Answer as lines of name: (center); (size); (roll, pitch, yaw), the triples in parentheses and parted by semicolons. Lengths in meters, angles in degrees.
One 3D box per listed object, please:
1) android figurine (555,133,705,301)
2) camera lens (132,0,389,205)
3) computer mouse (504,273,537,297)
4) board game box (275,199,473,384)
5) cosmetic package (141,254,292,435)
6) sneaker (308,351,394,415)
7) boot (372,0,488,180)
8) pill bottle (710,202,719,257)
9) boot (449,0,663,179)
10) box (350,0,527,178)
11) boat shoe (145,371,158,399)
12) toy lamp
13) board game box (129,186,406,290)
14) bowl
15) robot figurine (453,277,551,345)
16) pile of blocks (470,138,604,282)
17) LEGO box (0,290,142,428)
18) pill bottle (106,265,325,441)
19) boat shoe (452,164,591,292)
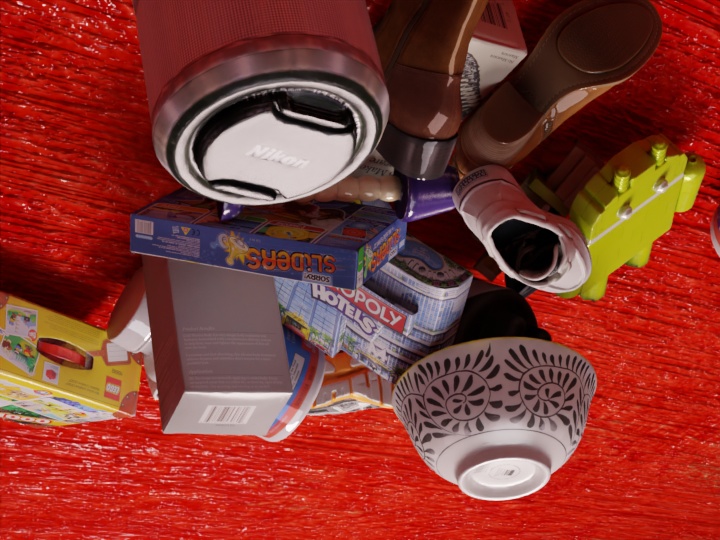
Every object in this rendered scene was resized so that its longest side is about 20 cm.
android figurine: (0.248, -0.050, 1.356); (0.181, 0.041, 0.201); (-34, 153, -19)
camera lens: (-0.072, -0.159, 0.988); (0.158, 0.202, 0.161); (-9, 151, -5)
computer mouse: (0.209, -0.040, 1.467); (0.140, 0.046, 0.200); (-35, 170, -16)
board game box: (0.000, 0.000, 1.343); (0.062, 0.199, 0.201); (-43, 156, -36)
cosmetic package: (-0.133, 0.040, 1.310); (0.106, 0.202, 0.090); (4, 145, -22)
sneaker: (-0.009, 0.126, 1.647); (0.197, 0.079, 0.077); (0, 162, -15)
boot: (0.021, -0.196, 1.060); (0.068, 0.188, 0.202); (-8, 128, -31)
pill bottle: (0.427, -0.081, 1.415); (0.110, 0.112, 0.201); (-5, 150, -14)
boot: (0.158, -0.145, 1.229); (0.200, 0.077, 0.155); (-44, 177, -14)
box: (0.043, -0.150, 1.185); (0.081, 0.069, 0.200); (8, 144, -32)
boat shoe: (-0.129, 0.099, 1.525); (0.199, 0.087, 0.075); (-12, 151, -1)
toy lamp: (-0.017, -0.068, 1.181); (0.197, 0.059, 0.058); (1, 148, -14)
board game box: (-0.074, -0.033, 1.212); (0.198, 0.035, 0.135); (10, -161, 18)
bowl: (0.130, 0.154, 1.363); (0.198, 0.095, 0.202); (-3, 145, -2)
robot figurine: (0.099, 0.069, 1.468); (0.124, 0.199, 0.152); (-33, 119, -28)
pile of blocks: (0.152, -0.057, 1.383); (0.062, 0.082, 0.200); (38, 132, -4)
LEGO box: (-0.332, 0.088, 1.395); (0.148, 0.078, 0.199); (-10, 156, 36)
pill bottle: (-0.142, 0.077, 1.417); (0.199, 0.113, 0.112); (31, 133, -23)
boat shoe: (0.148, -0.019, 1.221); (0.072, 0.066, 0.200); (-34, 142, 11)
